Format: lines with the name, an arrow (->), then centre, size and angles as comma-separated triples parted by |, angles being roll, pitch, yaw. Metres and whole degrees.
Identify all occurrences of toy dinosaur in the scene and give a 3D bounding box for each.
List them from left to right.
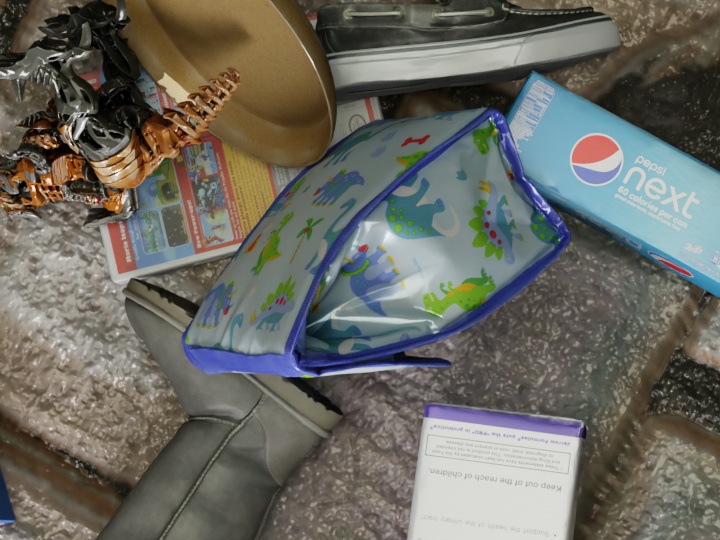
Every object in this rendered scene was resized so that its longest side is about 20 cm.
toy dinosaur -> -0.164, -0.098, 1.507 | 0.200, 0.102, 0.136 | -23, 106, 10

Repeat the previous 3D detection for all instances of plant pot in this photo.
plant pot -> -0.087, -0.149, 1.463 | 0.200, 0.200, 0.027 | 40, 65, 8

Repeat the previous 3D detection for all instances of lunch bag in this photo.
lunch bag -> 0.000, 0.000, 1.424 | 0.200, 0.170, 0.128 | -36, 104, -22

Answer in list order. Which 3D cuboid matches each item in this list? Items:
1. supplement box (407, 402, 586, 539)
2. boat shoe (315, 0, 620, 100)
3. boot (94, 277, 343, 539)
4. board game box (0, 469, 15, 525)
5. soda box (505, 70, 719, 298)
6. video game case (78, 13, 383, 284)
supplement box -> 0.080, 0.189, 1.466 | 0.103, 0.101, 0.200 | 6, 84, 6
boat shoe -> 0.067, -0.157, 1.512 | 0.200, 0.072, 0.071 | -7, 86, -3
boot -> -0.129, 0.129, 1.517 | 0.182, 0.073, 0.200 | 37, 95, 10
board game box -> -0.328, 0.090, 1.544 | 0.152, 0.045, 0.200 | -17, 82, 4
soda box -> 0.181, -0.049, 1.498 | 0.200, 0.068, 0.064 | 30, 87, 8
video game case -> -0.083, -0.083, 1.553 | 0.200, 0.017, 0.143 | -14, 83, 4
